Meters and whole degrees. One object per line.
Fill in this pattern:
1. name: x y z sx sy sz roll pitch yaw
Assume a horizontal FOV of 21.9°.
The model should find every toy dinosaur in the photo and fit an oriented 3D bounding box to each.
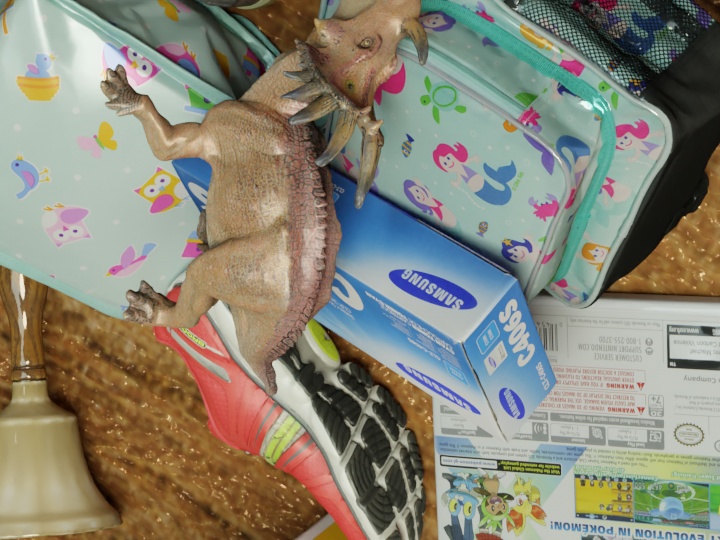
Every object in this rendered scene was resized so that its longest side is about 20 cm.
1. toy dinosaur: -0.035 -0.028 0.826 0.134 0.086 0.202 8 107 33

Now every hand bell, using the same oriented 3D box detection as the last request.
1. hand bell: -0.200 0.055 1.112 0.103 0.104 0.202 -5 87 25

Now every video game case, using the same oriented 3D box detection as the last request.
1. video game case: 0.134 0.103 0.991 0.198 0.022 0.184 2 102 23

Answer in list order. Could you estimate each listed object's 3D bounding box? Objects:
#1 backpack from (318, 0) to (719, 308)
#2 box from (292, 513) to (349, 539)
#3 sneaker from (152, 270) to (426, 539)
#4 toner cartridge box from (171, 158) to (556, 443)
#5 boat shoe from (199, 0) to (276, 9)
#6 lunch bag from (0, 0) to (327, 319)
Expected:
1. backpack: 0.066 -0.088 0.901 0.200 0.150 0.178 45 149 17
2. box: -0.051 0.221 1.001 0.112 0.200 0.102 -40 84 26
3. sneaker: -0.039 0.082 1.033 0.085 0.077 0.201 -34 94 35
4. toner cartridge box: 0.000 0.000 0.912 0.199 0.095 0.043 31 72 34
5. boat shoe: -0.099 -0.234 0.997 0.073 0.065 0.201 -30 87 29
6. lunch bag: -0.130 -0.073 1.015 0.199 0.122 0.171 31 117 -22
